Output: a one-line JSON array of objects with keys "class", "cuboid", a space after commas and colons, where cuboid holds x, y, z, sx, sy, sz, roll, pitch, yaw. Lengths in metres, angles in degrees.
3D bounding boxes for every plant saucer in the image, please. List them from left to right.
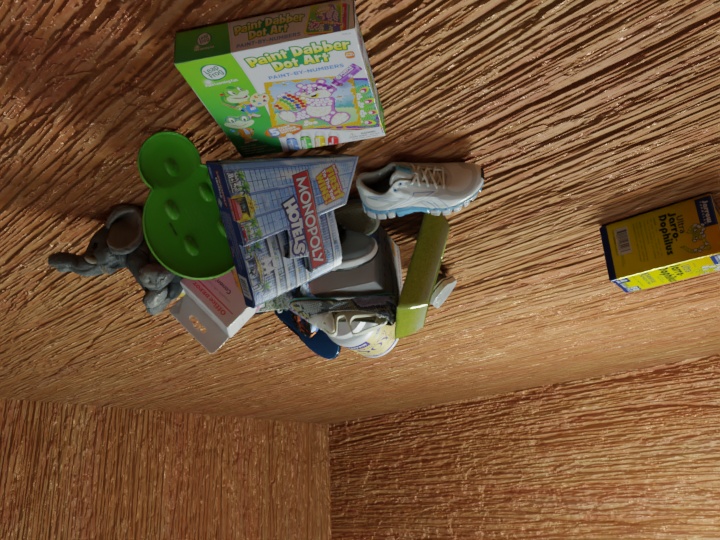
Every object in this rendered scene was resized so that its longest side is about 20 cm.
[{"class": "plant saucer", "cuboid": [0.110, 0.008, 1.085, 0.047, 0.204, 0.201, 16, 161, 7]}]

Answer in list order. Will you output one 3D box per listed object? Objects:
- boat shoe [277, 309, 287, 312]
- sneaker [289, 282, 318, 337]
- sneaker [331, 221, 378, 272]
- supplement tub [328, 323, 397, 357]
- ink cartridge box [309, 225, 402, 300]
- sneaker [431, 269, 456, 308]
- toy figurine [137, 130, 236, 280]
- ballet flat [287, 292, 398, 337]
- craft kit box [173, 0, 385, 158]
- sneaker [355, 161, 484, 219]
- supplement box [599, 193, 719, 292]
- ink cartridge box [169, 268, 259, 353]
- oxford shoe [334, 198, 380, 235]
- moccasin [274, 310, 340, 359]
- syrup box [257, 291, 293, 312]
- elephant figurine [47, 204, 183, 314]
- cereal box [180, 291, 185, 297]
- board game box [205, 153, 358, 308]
[{"class": "boat shoe", "cuboid": [-0.166, 0.062, 1.395, 0.196, 0.064, 0.072, 11, 156, -33]}, {"class": "sneaker", "cuboid": [-0.097, 0.018, 1.166, 0.074, 0.205, 0.078, 17, -148, 41]}, {"class": "sneaker", "cuboid": [-0.072, -0.072, 0.970, 0.194, 0.085, 0.123, 4, 135, 17]}, {"class": "supplement tub", "cuboid": [-0.001, 0.109, 1.422, 0.142, 0.150, 0.199, -12, 159, 23]}, {"class": "ink cartridge box", "cuboid": [0.000, 0.000, 1.160, 0.122, 0.132, 0.200, -10, 159, 19]}, {"class": "sneaker", "cuboid": [0.155, 0.028, 1.342, 0.079, 0.079, 0.200, 37, -177, 14]}, {"class": "toy figurine", "cuboid": [-0.252, -0.085, 0.908, 0.148, 0.203, 0.183, -31, -171, -18]}, {"class": "ballet flat", "cuboid": [-0.029, 0.079, 1.078, 0.194, 0.074, 0.072, -3, 160, 2]}, {"class": "craft kit box", "cuboid": [-0.080, -0.209, 0.719, 0.194, 0.050, 0.198, -7, 156, 10]}, {"class": "sneaker", "cuboid": [0.083, -0.128, 0.920, 0.195, 0.077, 0.087, -10, 153, 17]}, {"class": "supplement box", "cuboid": [0.562, -0.044, 1.153, 0.197, 0.113, 0.108, -19, 155, 36]}, {"class": "ink cartridge box", "cuboid": [-0.221, 0.026, 1.060, 0.116, 0.200, 0.068, 40, 161, 7]}, {"class": "oxford shoe", "cuboid": [-0.055, -0.078, 1.046, 0.195, 0.077, 0.058, -9, -156, 20]}, {"class": "moccasin", "cuboid": [-0.117, 0.133, 1.485, 0.081, 0.199, 0.068, -48, 160, 1]}, {"class": "syrup box", "cuboid": [-0.178, 0.031, 1.195, 0.196, 0.081, 0.081, -6, -172, -37]}, {"class": "elephant figurine", "cuboid": [-0.380, -0.036, 1.031, 0.198, 0.155, 0.143, 34, 124, 6]}, {"class": "cereal box", "cuboid": [-0.322, 0.002, 1.243, 0.139, 0.041, 0.201, -3, 160, -6]}, {"class": "board game box", "cuboid": [-0.084, -0.076, 0.845, 0.197, 0.205, 0.061, -25, -155, -29]}]
